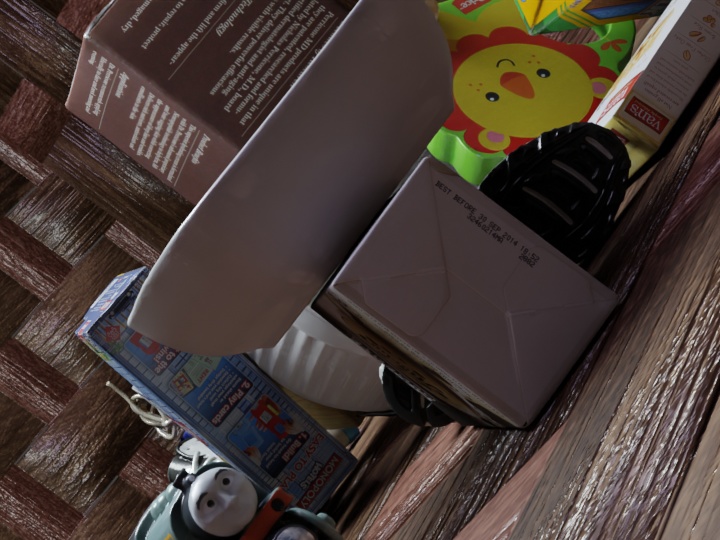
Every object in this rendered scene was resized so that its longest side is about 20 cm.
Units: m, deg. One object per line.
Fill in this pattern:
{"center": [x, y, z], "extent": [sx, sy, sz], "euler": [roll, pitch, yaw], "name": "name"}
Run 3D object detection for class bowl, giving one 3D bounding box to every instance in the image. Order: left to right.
{"center": [-0.028, -0.043, 1.051], "extent": [0.200, 0.075, 0.200], "euler": [-54, 0, -24], "name": "bowl"}

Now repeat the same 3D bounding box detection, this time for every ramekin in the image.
{"center": [0.000, 0.000, 1.342], "extent": [0.200, 0.200, 0.105], "euler": [-55, -7, -43], "name": "ramekin"}

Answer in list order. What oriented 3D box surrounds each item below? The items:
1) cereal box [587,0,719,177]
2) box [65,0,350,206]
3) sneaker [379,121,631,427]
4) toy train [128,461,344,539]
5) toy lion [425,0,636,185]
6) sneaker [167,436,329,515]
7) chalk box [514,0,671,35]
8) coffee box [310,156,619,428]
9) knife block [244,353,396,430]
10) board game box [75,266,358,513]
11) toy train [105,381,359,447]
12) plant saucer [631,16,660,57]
{"center": [0.194, -0.134, 1.234], "extent": [0.200, 0.040, 0.144], "euler": [-54, 0, -21], "name": "cereal box"}
{"center": [-0.115, -0.164, 1.680], "extent": [0.164, 0.200, 0.166], "euler": [-54, 2, -22], "name": "box"}
{"center": [0.081, -0.002, 1.161], "extent": [0.200, 0.074, 0.079], "euler": [-53, -4, 8], "name": "sneaker"}
{"center": [-0.082, 0.176, 1.254], "extent": [0.085, 0.114, 0.200], "euler": [-54, 2, -22], "name": "toy train"}
{"center": [0.113, -0.137, 1.375], "extent": [0.200, 0.192, 0.069], "euler": [-32, -32, -30], "name": "toy lion"}
{"center": [-0.096, 0.171, 1.506], "extent": [0.200, 0.115, 0.076], "euler": [-33, -59, -76], "name": "sneaker"}
{"center": [0.192, -0.249, 1.360], "extent": [0.200, 0.125, 0.124], "euler": [-12, -17, -42], "name": "chalk box"}
{"center": [0.045, 0.017, 1.010], "extent": [0.080, 0.113, 0.200], "euler": [-53, 1, -6], "name": "coffee box"}
{"center": [-0.017, 0.080, 1.485], "extent": [0.064, 0.175, 0.200], "euler": [-57, -22, -25], "name": "knife block"}
{"center": [-0.103, 0.086, 1.389], "extent": [0.062, 0.200, 0.200], "euler": [-49, 7, -9], "name": "board game box"}
{"center": [-0.105, 0.120, 1.727], "extent": [0.116, 0.200, 0.085], "euler": [-49, 0, -18], "name": "toy train"}
{"center": [0.188, -0.124, 1.490], "extent": [0.200, 0.029, 0.200], "euler": [-53, 0, 1], "name": "plant saucer"}
